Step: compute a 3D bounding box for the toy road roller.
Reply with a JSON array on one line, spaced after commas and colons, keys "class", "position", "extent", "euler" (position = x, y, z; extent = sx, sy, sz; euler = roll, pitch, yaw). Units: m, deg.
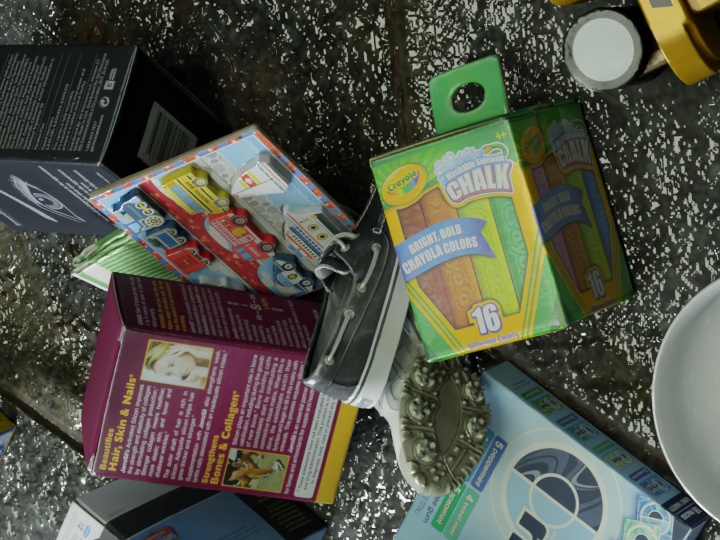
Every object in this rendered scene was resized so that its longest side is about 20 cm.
[{"class": "toy road roller", "position": [0.196, -0.224, 1.565], "extent": [0.145, 0.123, 0.201], "euler": [-24, 89, 19]}]

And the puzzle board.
[{"class": "puzzle board", "position": [-0.090, -0.030, 1.735], "extent": [0.150, 0.200, 0.018], "euler": [-20, 52, 23]}]

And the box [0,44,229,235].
[{"class": "box", "position": [-0.231, -0.103, 1.818], "extent": [0.199, 0.148, 0.105], "euler": [5, 69, 31]}]

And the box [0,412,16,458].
[{"class": "box", "position": [-0.386, 0.203, 2.044], "extent": [0.070, 0.064, 0.201], "euler": [38, 116, 19]}]

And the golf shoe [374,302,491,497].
[{"class": "golf shoe", "position": [0.044, 0.095, 1.712], "extent": [0.097, 0.078, 0.201], "euler": [-46, 31, 42]}]

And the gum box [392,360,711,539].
[{"class": "gum box", "position": [0.142, 0.196, 1.725], "extent": [0.200, 0.044, 0.171], "euler": [37, 116, 20]}]

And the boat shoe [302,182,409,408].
[{"class": "boat shoe", "position": [0.000, 0.000, 1.703], "extent": [0.072, 0.067, 0.202], "euler": [-21, 51, 65]}]

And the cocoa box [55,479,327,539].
[{"class": "cocoa box", "position": [-0.146, 0.243, 1.821], "extent": [0.131, 0.200, 0.134], "euler": [37, 117, 20]}]

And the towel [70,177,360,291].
[{"class": "towel", "position": [-0.110, -0.019, 1.789], "extent": [0.199, 0.152, 0.024], "euler": [-30, 50, 32]}]

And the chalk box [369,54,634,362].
[{"class": "chalk box", "position": [0.098, -0.052, 1.654], "extent": [0.124, 0.124, 0.202], "euler": [-17, 91, 33]}]

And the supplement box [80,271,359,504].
[{"class": "supplement box", "position": [-0.106, 0.092, 1.762], "extent": [0.198, 0.103, 0.132], "euler": [10, 113, -15]}]

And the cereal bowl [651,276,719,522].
[{"class": "cereal bowl", "position": [0.308, 0.086, 1.576], "extent": [0.199, 0.083, 0.202], "euler": [7, 104, 31]}]
